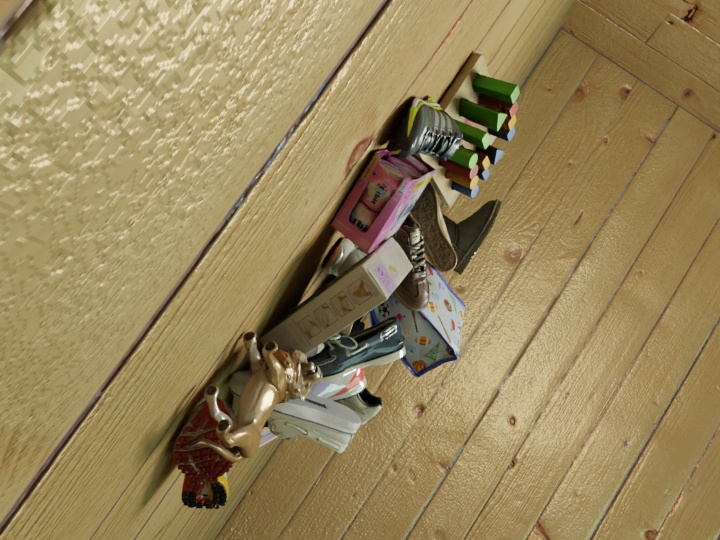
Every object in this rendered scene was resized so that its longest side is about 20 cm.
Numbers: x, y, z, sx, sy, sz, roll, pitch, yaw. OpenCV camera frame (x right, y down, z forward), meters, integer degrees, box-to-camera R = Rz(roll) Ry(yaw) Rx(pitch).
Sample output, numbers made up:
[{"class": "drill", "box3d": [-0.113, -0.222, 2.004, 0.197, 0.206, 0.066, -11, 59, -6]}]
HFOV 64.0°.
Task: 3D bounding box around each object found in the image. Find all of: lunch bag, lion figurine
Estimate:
[{"class": "lunch bag", "box3d": [0.091, 0.062, 1.068, 0.123, 0.201, 0.171, -31, -161, 27]}, {"class": "lion figurine", "box3d": [-0.124, 0.160, 0.687, 0.201, 0.071, 0.124, -52, 143, -39]}]

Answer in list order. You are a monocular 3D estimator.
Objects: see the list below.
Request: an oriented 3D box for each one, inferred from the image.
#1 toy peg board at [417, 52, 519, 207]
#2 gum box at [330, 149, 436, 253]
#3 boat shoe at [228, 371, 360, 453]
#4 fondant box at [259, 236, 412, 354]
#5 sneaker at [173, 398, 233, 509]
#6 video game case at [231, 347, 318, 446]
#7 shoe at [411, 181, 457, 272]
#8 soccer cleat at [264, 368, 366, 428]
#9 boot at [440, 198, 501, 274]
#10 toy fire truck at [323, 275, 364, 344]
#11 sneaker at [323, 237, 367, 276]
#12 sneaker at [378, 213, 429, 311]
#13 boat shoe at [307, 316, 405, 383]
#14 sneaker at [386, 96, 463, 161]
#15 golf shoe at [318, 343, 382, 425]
[{"class": "toy peg board", "box3d": [0.209, -0.227, 1.016, 0.202, 0.097, 0.199, -56, 147, -6]}, {"class": "gum box", "box3d": [0.037, -0.106, 0.818, 0.115, 0.066, 0.200, -57, 174, 20]}, {"class": "boat shoe", "box3d": [-0.097, 0.204, 0.802, 0.071, 0.197, 0.071, -62, -159, 7]}, {"class": "fondant box", "box3d": [-0.032, 0.045, 0.816, 0.199, 0.059, 0.144, -37, -177, 26]}, {"class": "sneaker", "box3d": [-0.200, 0.227, 0.747, 0.083, 0.076, 0.203, -98, -159, -47]}, {"class": "video game case", "box3d": [-0.141, 0.209, 0.908, 0.141, 0.018, 0.203, -21, 141, -38]}, {"class": "shoe", "box3d": [0.125, -0.091, 1.096, 0.069, 0.204, 0.053, -21, -176, 0]}, {"class": "soccer cleat", "box3d": [-0.082, 0.176, 0.879, 0.196, 0.075, 0.068, -17, -165, -26]}, {"class": "boot", "box3d": [0.158, -0.107, 1.151, 0.184, 0.198, 0.073, -58, 173, 16]}, {"class": "toy fire truck", "box3d": [-0.023, 0.058, 1.089, 0.176, 0.126, 0.204, 124, -16, -62]}, {"class": "sneaker", "box3d": [0.000, 0.000, 0.973, 0.076, 0.091, 0.200, -55, 174, 9]}, {"class": "sneaker", "box3d": [0.073, -0.035, 0.948, 0.069, 0.204, 0.075, -15, 169, -31]}, {"class": "boat shoe", "box3d": [-0.020, 0.116, 0.837, 0.196, 0.063, 0.075, -13, -172, -24]}, {"class": "sneaker", "box3d": [0.097, -0.188, 0.790, 0.075, 0.080, 0.200, -59, 174, 31]}, {"class": "golf shoe", "box3d": [-0.037, 0.171, 0.979, 0.096, 0.201, 0.078, -31, -168, 32]}]
